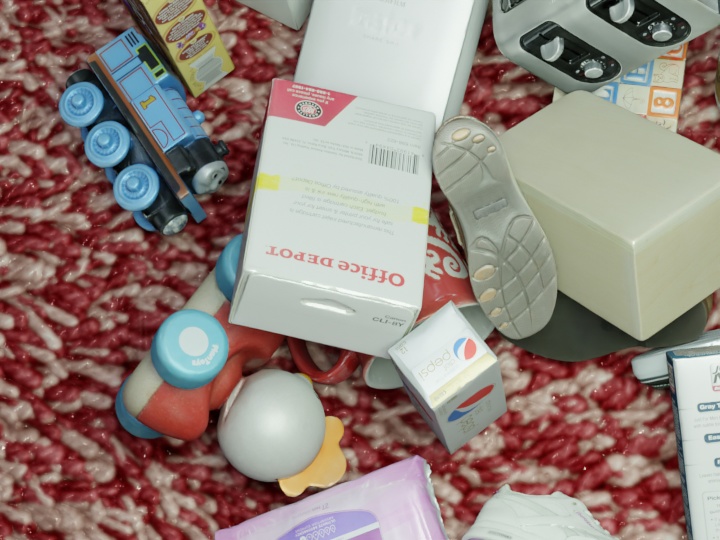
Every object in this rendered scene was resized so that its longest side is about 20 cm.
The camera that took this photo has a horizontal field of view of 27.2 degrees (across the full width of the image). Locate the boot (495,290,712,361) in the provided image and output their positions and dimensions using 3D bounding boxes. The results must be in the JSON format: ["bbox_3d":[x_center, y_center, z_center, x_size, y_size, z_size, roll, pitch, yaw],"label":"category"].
[{"bbox_3d":[0.215,0.033,1.322,0.198,0.075,0.074,-2,109,24],"label":"boot"}]

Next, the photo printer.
[{"bbox_3d":[0.034,-0.239,1.401,0.165,0.069,0.202,17,95,12],"label":"photo printer"}]

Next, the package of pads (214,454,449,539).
[{"bbox_3d":[-0.015,0.250,1.275,0.198,0.076,0.122,-21,68,2],"label":"package of pads"}]

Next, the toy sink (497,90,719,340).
[{"bbox_3d":[0.212,-0.049,1.265,0.130,0.113,0.200,-31,41,-23],"label":"toy sink"}]

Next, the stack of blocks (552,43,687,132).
[{"bbox_3d":[0.247,-0.202,1.389,0.114,0.059,0.202,8,74,12],"label":"stack of blocks"}]

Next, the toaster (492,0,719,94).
[{"bbox_3d":[0.214,-0.279,1.289,0.180,0.118,0.202,-24,57,48],"label":"toaster"}]

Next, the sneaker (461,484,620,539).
[{"bbox_3d":[0.188,0.229,1.237,0.198,0.075,0.100,17,42,18],"label":"sneaker"}]

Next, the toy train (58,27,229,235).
[{"bbox_3d":[-0.205,-0.130,1.424,0.114,0.087,0.201,-36,70,-1],"label":"toy train"}]

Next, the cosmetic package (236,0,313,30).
[{"bbox_3d":[-0.082,-0.331,1.412,0.084,0.200,0.108,26,75,15],"label":"cosmetic package"}]

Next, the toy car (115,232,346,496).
[{"bbox_3d":[-0.086,0.104,1.287,0.199,0.184,0.177,39,60,-3],"label":"toy car"}]

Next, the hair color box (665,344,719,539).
[{"bbox_3d":[0.313,0.162,1.220,0.099,0.061,0.202,-7,94,7],"label":"hair color box"}]

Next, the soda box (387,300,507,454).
[{"bbox_3d":[0.076,0.094,1.244,0.068,0.200,0.064,-37,71,-4],"label":"soda box"}]

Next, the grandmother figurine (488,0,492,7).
[{"bbox_3d":[0.111,-0.316,1.452,0.198,0.061,0.122,-7,62,4],"label":"grandmother figurine"}]

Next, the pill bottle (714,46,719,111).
[{"bbox_3d":[0.365,-0.170,1.284,0.113,0.200,0.116,-3,71,9],"label":"pill bottle"}]

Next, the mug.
[{"bbox_3d":[0.002,-0.006,1.327,0.176,0.134,0.201,-23,66,-9],"label":"mug"}]

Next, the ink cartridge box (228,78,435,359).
[{"bbox_3d":[-0.022,-0.043,1.214,0.144,0.084,0.202,12,54,-8],"label":"ink cartridge box"}]

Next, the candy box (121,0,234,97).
[{"bbox_3d":[-0.191,-0.260,1.406,0.056,0.200,0.117,-38,70,-4],"label":"candy box"}]

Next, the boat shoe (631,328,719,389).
[{"bbox_3d":[0.334,0.085,1.273,0.198,0.072,0.072,-11,94,18],"label":"boat shoe"}]

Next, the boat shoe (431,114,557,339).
[{"bbox_3d":[0.113,-0.040,1.241,0.075,0.072,0.202,-17,110,4],"label":"boat shoe"}]
